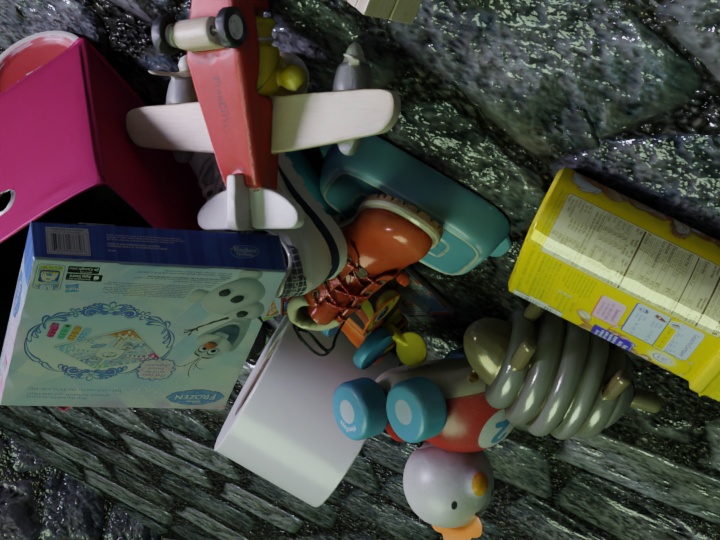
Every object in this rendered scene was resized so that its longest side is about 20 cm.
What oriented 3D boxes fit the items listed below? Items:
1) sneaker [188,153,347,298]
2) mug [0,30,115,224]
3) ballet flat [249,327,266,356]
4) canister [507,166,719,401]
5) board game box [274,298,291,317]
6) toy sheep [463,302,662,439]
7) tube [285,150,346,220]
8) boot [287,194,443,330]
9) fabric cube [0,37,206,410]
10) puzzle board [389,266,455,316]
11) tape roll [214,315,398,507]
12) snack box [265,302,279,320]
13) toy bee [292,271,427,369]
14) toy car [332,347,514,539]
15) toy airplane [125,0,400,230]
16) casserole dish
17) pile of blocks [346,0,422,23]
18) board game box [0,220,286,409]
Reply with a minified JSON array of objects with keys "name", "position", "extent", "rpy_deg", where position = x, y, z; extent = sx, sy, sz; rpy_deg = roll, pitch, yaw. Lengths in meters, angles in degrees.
[{"name":"sneaker","position":[-0.098,-0.062,1.161],"extent":[0.200,0.080,0.077],"rpy_deg":[47,136,16]},{"name":"mug","position":[-0.287,-0.110,1.321],"extent":[0.133,0.178,0.201],"rpy_deg":[22,153,30]},{"name":"ballet flat","position":[-0.217,0.062,1.709],"extent":[0.199,0.069,0.068],"rpy_deg":[21,-171,17]},{"name":"canister","position":[0.228,0.010,1.087],"extent":[0.199,0.087,0.149],"rpy_deg":[27,157,8]},{"name":"board game box","position":[-0.092,-0.022,1.356],"extent":[0.200,0.019,0.104],"rpy_deg":[106,140,-76]},{"name":"toy sheep","position":[0.189,0.094,1.258],"extent":[0.199,0.139,0.138],"rpy_deg":[23,157,-2]},{"name":"tube","position":[-0.058,-0.078,1.282],"extent":[0.077,0.050,0.200],"rpy_deg":[35,169,42]},{"name":"boot","position":[0.000,0.000,1.203],"extent":[0.075,0.108,0.200],"rpy_deg":[34,155,-17]},{"name":"fabric cube","position":[-0.254,-0.040,1.191],"extent":[0.195,0.200,0.200],"rpy_deg":[-30,136,12]},{"name":"puzzle board","position":[-0.012,0.008,1.444],"extent":[0.151,0.017,0.199],"rpy_deg":[42,154,-28]},{"name":"tape roll","position":[-0.062,0.153,1.567],"extent":[0.138,0.204,0.203],"rpy_deg":[29,157,-5]},{"name":"snack box","position":[-0.188,0.004,1.482],"extent":[0.141,0.053,0.200],"rpy_deg":[-22,141,23]},{"name":"toy bee","position":[0.018,0.046,1.358],"extent":[0.131,0.109,0.200],"rpy_deg":[41,-173,-4]},{"name":"toy car","position":[0.098,0.192,1.381],"extent":[0.176,0.183,0.202],"rpy_deg":[-7,95,53]},{"name":"toy airplane","position":[-0.081,-0.127,1.083],"extent":[0.200,0.141,0.200],"rpy_deg":[40,126,7]},{"name":"casserole dish","position":[0.043,-0.055,1.223],"extent":[0.199,0.039,0.121],"rpy_deg":[30,158,-6]},{"name":"pile of blocks","position":[-0.043,-0.239,0.930],"extent":[0.199,0.082,0.062],"rpy_deg":[22,115,-8]},{"name":"board game box","position":[-0.183,0.042,1.104],"extent":[0.198,0.044,0.200],"rpy_deg":[3,140,-22]}]
